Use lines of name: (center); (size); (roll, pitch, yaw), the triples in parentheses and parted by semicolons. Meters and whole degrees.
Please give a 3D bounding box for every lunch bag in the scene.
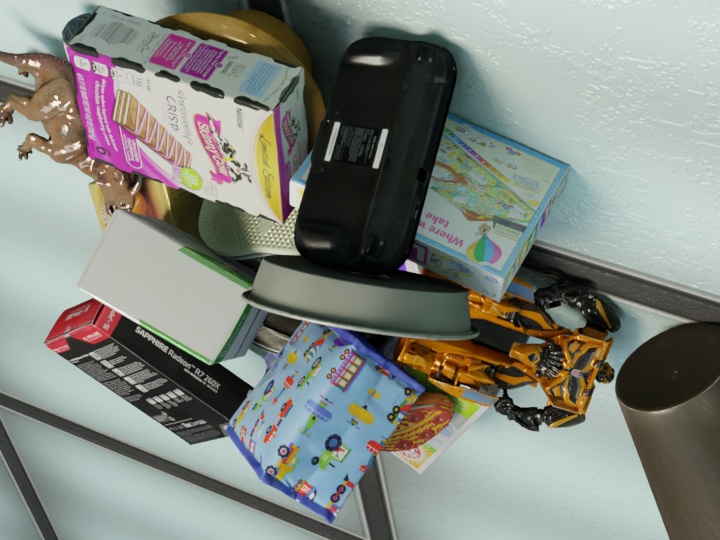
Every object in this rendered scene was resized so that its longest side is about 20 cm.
lunch bag: (-0.053, 0.117, 1.579); (0.094, 0.151, 0.200); (36, 180, -29)

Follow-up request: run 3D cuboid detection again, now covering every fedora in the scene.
fedora: (-0.104, -0.168, 1.493); (0.199, 0.082, 0.202); (20, 142, 16)

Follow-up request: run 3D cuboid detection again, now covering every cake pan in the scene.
cake pan: (0.002, 0.020, 1.387); (0.198, 0.037, 0.200); (9, -174, -1)

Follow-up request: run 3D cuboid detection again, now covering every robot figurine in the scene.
robot figurine: (0.137, 0.068, 1.524); (0.198, 0.147, 0.058); (18, -167, -4)

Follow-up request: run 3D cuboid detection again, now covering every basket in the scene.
basket: (0.315, 0.158, 1.502); (0.179, 0.136, 0.201); (-8, 126, 42)

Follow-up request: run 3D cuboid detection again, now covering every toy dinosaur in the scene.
toy dinosaur: (-0.283, -0.155, 1.670); (0.135, 0.086, 0.201); (-2, 127, 42)

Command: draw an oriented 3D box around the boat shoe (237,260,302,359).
boat shoe: (-0.115, 0.035, 1.777); (0.198, 0.071, 0.064); (26, 148, 15)

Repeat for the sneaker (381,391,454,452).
sneaker: (0.000, 0.136, 1.622); (0.198, 0.078, 0.073); (-13, 144, 31)

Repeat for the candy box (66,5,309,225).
candy box: (-0.144, -0.131, 1.440); (0.198, 0.061, 0.137); (18, 142, 18)

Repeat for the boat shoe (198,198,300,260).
boat shoe: (-0.079, -0.040, 1.538); (0.062, 0.076, 0.199); (18, 174, -41)

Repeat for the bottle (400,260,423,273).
bottle: (0.000, 0.000, 1.632); (0.199, 0.066, 0.084); (-8, 136, 46)

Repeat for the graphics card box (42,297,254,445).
graphics card box: (-0.210, 0.101, 1.721); (0.199, 0.051, 0.125); (38, 150, -21)

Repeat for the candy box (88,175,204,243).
candy box: (-0.199, -0.006, 1.744); (0.116, 0.056, 0.202); (-1, 109, 40)

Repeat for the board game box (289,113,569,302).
board game box: (0.058, -0.072, 1.424); (0.198, 0.135, 0.034); (26, 147, 14)

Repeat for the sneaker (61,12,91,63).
sneaker: (-0.213, -0.157, 1.614); (0.200, 0.078, 0.086); (44, 155, -11)

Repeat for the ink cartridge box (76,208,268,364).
ink cartridge box: (-0.163, 0.016, 1.574); (0.146, 0.084, 0.200); (29, -178, 5)

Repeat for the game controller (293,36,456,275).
game controller: (0.011, -0.097, 1.379); (0.103, 0.202, 0.042); (7, 164, 29)

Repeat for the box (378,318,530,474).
box: (0.071, 0.100, 1.666); (0.112, 0.102, 0.200); (35, 148, -1)

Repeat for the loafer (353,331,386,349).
loafer: (-0.033, 0.114, 1.727); (0.072, 0.062, 0.200); (59, 137, 20)
